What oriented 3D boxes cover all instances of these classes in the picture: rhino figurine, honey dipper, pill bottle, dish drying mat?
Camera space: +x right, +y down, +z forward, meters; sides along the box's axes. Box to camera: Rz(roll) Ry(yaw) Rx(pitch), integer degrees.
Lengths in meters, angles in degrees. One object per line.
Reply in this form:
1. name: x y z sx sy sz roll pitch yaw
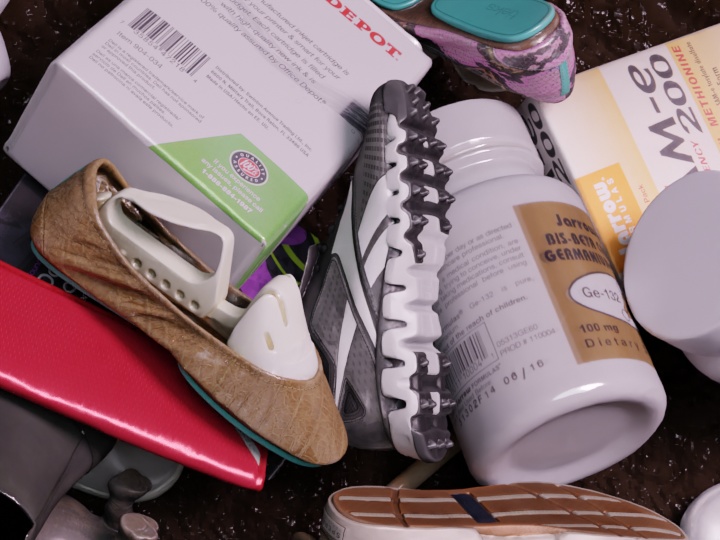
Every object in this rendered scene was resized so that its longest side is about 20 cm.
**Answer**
1. rhino figurine: -0.133 0.151 1.067 0.199 0.088 0.060 23 31 -7
2. honey dipper: 0.017 0.128 1.133 0.200 0.038 0.038 -36 84 -24
3. pill bottle: 0.083 0.011 1.127 0.113 0.115 0.201 -11 61 -16
4. dish drying mat: -0.133 0.045 1.012 0.199 0.018 0.077 26 39 -17
5. pill bottle: 0.245 0.021 1.134 0.199 0.113 0.114 23 66 -39

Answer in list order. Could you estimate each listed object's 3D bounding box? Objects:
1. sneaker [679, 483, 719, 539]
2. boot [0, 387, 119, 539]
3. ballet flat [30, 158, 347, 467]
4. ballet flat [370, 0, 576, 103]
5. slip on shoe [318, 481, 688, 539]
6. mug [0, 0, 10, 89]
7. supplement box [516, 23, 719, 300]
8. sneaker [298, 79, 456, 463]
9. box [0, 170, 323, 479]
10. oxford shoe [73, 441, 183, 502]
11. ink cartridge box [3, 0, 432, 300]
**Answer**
1. sneaker: 0.284 0.149 1.160 0.198 0.089 0.076 4 74 -12
2. boot: -0.217 0.052 0.999 0.199 0.078 0.139 25 33 2
3. ballet flat: -0.075 0.015 1.018 0.200 0.072 0.068 40 28 6
4. ballet flat: 0.050 -0.144 1.186 0.069 0.071 0.200 -37 44 -22
5. slip on shoe: 0.073 0.152 1.058 0.198 0.076 0.061 3 106 -21
6. mug: -0.260 -0.153 1.074 0.200 0.148 0.175 -43 97 14
7. supplement box: 0.201 -0.071 1.215 0.199 0.074 0.127 -21 79 -18
8. sneaker: 0.000 0.000 1.068 0.090 0.066 0.202 -3 84 22
9. box: -0.102 0.004 1.108 0.199 0.036 0.143 32 48 -6
10. oxford shoe: -0.177 0.050 1.097 0.200 0.058 0.075 43 67 0
11. ink cartridge box: -0.073 -0.091 1.114 0.145 0.084 0.200 40 44 0
